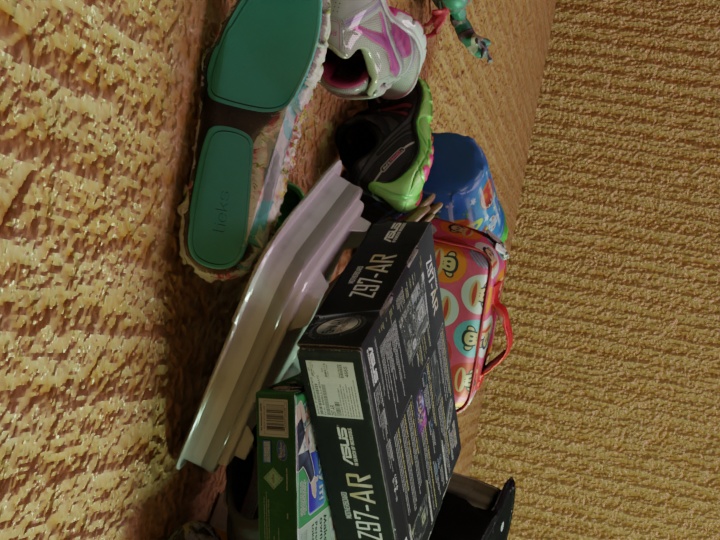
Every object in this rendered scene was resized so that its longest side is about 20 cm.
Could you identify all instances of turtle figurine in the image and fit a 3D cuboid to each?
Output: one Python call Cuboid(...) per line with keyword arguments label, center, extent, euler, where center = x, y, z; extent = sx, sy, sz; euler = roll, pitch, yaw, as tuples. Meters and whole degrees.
Cuboid(label="turtle figurine", center=(0.121, -0.331, 1.201), extent=(0.201, 0.100, 0.151), euler=(-87, -167, -53))

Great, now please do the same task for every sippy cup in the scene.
Cuboid(label="sippy cup", center=(0.098, -0.083, 1.210), extent=(0.140, 0.177, 0.131), euler=(-48, 151, -23))

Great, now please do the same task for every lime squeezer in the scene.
Cuboid(label="lime squeezer", center=(-0.052, -0.054, 0.805), extent=(0.200, 0.037, 0.071), euler=(74, 29, -61))

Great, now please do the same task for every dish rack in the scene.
Cuboid(label="dish rack", center=(-0.053, 0.037, 0.725), extent=(0.201, 0.043, 0.172), euler=(-64, 178, 31))

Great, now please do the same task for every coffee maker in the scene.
Cuboid(label="coffee maker", center=(0.020, 0.234, 0.964), extent=(0.192, 0.198, 0.136), euler=(-19, 123, -65))

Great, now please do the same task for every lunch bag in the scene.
Cuboid(label="lunch bag", center=(0.078, 0.048, 1.125), extent=(0.082, 0.175, 0.202), euler=(-40, 143, -64))

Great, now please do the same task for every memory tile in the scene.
Cuboid(label="memory tile", center=(0.000, 0.000, 0.923), extent=(0.153, 0.017, 0.200), euler=(-41, -178, 22))

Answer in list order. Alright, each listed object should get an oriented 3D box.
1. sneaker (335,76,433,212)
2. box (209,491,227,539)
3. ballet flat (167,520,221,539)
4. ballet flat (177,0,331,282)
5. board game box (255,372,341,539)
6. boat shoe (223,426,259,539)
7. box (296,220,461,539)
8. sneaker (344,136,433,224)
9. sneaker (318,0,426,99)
Cuboid(label="sneaker", center=(0.020, -0.131, 0.971), extent=(0.201, 0.083, 0.077), euler=(-91, -162, -57))
Cuboid(label="box", center=(-0.078, 0.285, 0.786), extent=(0.102, 0.111, 0.201), euler=(80, 22, -50))
Cuboid(label="ballet flat", center=(-0.116, 0.265, 0.682), extent=(0.072, 0.071, 0.202), euler=(69, 34, -66))
Cuboid(label="ballet flat", center=(-0.067, -0.092, 0.658), extent=(0.064, 0.075, 0.202), euler=(-30, 139, -85))
Cuboid(label="board game box", center=(-0.026, 0.167, 0.699), extent=(0.134, 0.029, 0.202), euler=(-13, 103, -70))
Cuboid(label="boat shoe", center=(-0.062, 0.132, 0.782), extent=(0.201, 0.066, 0.057), euler=(-85, 175, -53))
Cuboid(label="box", center=(0.021, 0.091, 0.719), extent=(0.161, 0.043, 0.202), euler=(-59, 145, -54))
Cuboid(label="sneaker", center=(0.031, -0.081, 1.068), extent=(0.200, 0.075, 0.079), euler=(-55, 156, -57))
Cuboid(label="sneaker", center=(-0.005, -0.174, 0.842), extent=(0.200, 0.081, 0.089), euler=(37, 65, -66))
